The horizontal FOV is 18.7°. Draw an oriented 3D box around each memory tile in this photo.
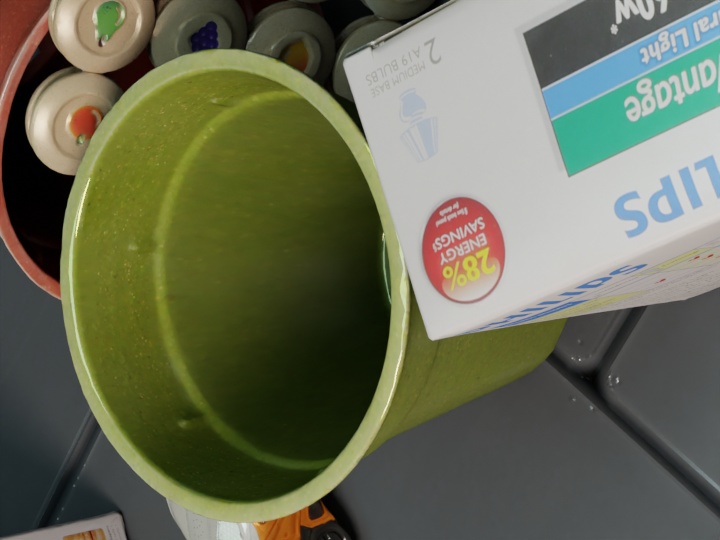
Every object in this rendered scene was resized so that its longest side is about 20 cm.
[{"bbox_3d":[-0.054,-0.106,1.029,0.017,0.199,0.154,39,117,52],"label":"memory tile"}]

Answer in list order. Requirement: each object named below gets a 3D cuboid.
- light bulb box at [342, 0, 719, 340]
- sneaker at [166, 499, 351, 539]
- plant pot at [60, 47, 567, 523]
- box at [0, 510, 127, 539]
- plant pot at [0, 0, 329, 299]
[{"bbox_3d":[0.137,-0.067,0.870,0.198,0.200,0.125,-25,78,37],"label":"light bulb box"},{"bbox_3d":[-0.054,0.143,1.138,0.092,0.075,0.201,-25,79,58],"label":"sneaker"},{"bbox_3d":[0.000,0.000,0.994,0.199,0.190,0.201,4,97,39],"label":"plant pot"},{"bbox_3d":[-0.215,0.211,1.179,0.101,0.200,0.113,-28,76,37],"label":"box"},{"bbox_3d":[-0.153,-0.112,1.122,0.195,0.200,0.201,34,114,41],"label":"plant pot"}]
